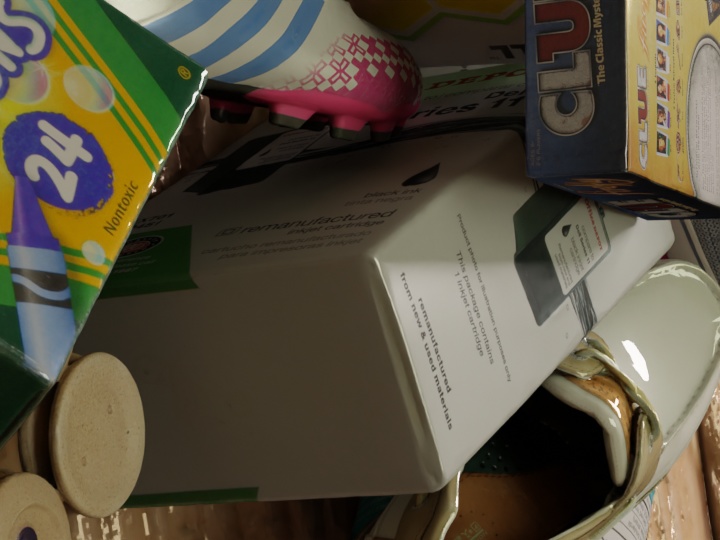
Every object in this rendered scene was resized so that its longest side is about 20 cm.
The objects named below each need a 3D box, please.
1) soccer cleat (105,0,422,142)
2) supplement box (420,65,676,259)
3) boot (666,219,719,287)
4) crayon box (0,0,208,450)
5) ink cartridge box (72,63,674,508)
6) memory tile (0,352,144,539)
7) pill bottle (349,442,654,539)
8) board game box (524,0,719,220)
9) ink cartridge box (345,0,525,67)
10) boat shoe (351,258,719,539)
[{"bbox_3d":[-0.036,-0.088,0.835,0.200,0.070,0.086,3,96,-59],"label":"soccer cleat"},{"bbox_3d":[0.093,-0.044,1.106,0.200,0.103,0.101,38,55,-50],"label":"supplement box"},{"bbox_3d":[0.175,-0.014,1.052,0.200,0.090,0.073,54,45,-39],"label":"boot"},{"bbox_3d":[-0.149,-0.054,0.673,0.200,0.052,0.126,33,44,-11],"label":"crayon box"},{"bbox_3d":[0.000,0.000,0.912,0.200,0.146,0.083,-40,118,-54],"label":"ink cartridge box"},{"bbox_3d":[-0.123,0.057,0.717,0.200,0.017,0.153,-62,141,-46],"label":"memory tile"},{"bbox_3d":[0.056,0.086,1.017,0.111,0.111,0.200,46,49,-44],"label":"pill bottle"},{"bbox_3d":[0.090,-0.123,0.877,0.135,0.035,0.200,13,76,-67],"label":"board game box"},{"bbox_3d":[0.027,-0.117,0.907,0.200,0.104,0.059,54,41,-54],"label":"ink cartridge box"},{"bbox_3d":[0.075,0.060,0.930,0.075,0.068,0.200,44,58,-1],"label":"boat shoe"}]
